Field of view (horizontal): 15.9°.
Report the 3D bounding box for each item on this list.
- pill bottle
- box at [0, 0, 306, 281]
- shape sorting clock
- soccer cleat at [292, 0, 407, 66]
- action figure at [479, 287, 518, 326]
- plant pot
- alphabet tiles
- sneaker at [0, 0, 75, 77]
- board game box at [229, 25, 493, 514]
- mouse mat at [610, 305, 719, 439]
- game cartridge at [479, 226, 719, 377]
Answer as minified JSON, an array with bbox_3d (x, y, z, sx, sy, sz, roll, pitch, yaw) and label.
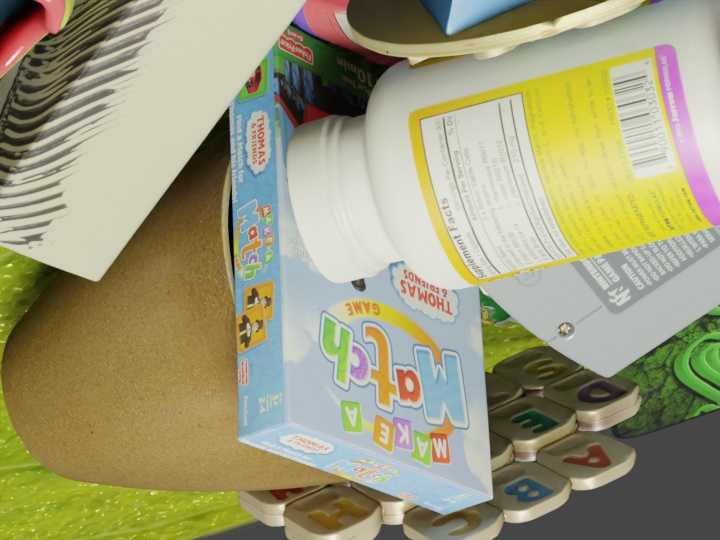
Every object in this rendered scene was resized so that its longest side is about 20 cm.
[{"bbox_3d":[0.072,-0.052,1.116,0.199,0.105,0.105,-14,133,19],"label":"pill bottle"},{"bbox_3d":[-0.094,-0.095,1.108,0.068,0.082,0.200,21,125,-26],"label":"box"},{"bbox_3d":[0.088,-0.139,1.122,0.198,0.200,0.039,-14,113,7],"label":"shape sorting clock"},{"bbox_3d":[0.054,-0.107,1.233,0.198,0.067,0.077,4,121,-15],"label":"soccer cleat"},{"bbox_3d":[0.116,-0.006,1.342,0.199,0.055,0.118,-19,139,17],"label":"action figure"},{"bbox_3d":[-0.079,0.037,1.290,0.199,0.187,0.186,-22,133,34],"label":"plant pot"},{"bbox_3d":[0.040,0.088,1.314,0.199,0.195,0.015,-22,114,-24],"label":"alphabet tiles"},{"bbox_3d":[-0.196,-0.099,1.086,0.199,0.091,0.078,-30,131,23],"label":"sneaker"},{"bbox_3d":[0.000,0.000,1.210,0.036,0.202,0.151,-19,152,35],"label":"board game box"},{"bbox_3d":[0.198,0.026,1.362,0.160,0.008,0.200,-19,151,4],"label":"mouse mat"},{"bbox_3d":[0.102,-0.043,1.225,0.133,0.041,0.200,-36,122,8],"label":"game cartridge"}]
